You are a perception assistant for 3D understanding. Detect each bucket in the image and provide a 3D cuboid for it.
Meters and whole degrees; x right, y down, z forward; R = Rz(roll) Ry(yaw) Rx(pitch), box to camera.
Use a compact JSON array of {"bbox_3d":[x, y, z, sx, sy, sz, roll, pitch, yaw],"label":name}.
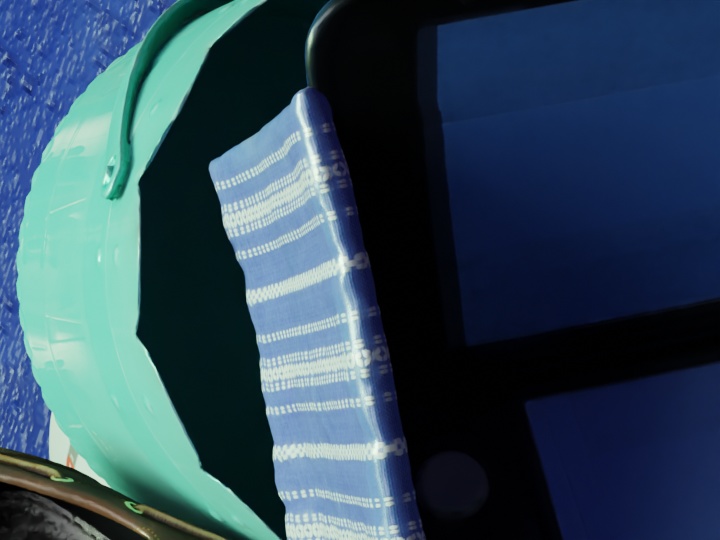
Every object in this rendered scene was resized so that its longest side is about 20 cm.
[{"bbox_3d":[0.000,0.000,0.904,0.135,0.207,0.207,0,81,62],"label":"bucket"}]

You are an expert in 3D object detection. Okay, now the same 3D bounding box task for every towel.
[{"bbox_3d":[-0.007,0.061,0.739,0.145,0.024,0.200,161,98,-80],"label":"towel"}]

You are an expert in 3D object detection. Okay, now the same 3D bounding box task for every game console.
[{"bbox_3d":[0.099,0.014,0.736,0.118,0.200,0.171,89,168,-59],"label":"game console"}]

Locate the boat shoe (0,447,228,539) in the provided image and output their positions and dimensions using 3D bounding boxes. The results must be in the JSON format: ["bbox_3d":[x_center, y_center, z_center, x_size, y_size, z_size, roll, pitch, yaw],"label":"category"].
[{"bbox_3d":[-0.054,0.110,0.851,0.200,0.070,0.070,23,81,25],"label":"boat shoe"}]

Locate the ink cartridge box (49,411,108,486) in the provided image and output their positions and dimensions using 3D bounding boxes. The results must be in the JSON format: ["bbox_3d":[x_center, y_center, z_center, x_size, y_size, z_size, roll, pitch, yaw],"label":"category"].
[{"bbox_3d":[-0.087,0.121,1.096,0.200,0.050,0.162,-56,41,26],"label":"ink cartridge box"}]
